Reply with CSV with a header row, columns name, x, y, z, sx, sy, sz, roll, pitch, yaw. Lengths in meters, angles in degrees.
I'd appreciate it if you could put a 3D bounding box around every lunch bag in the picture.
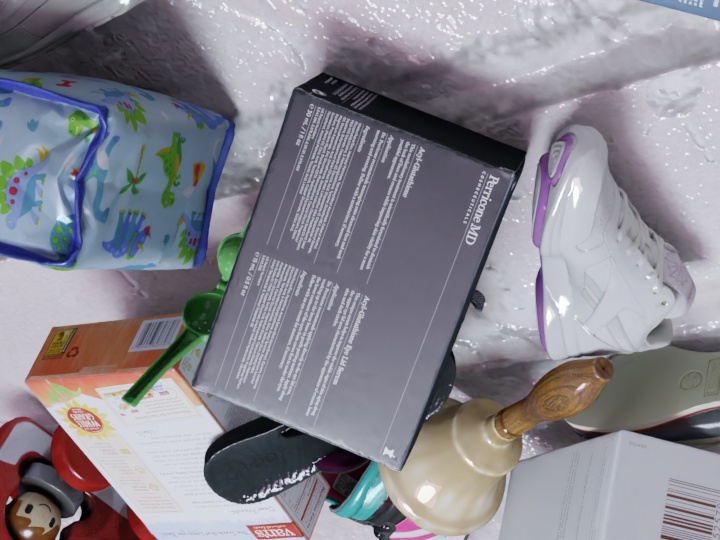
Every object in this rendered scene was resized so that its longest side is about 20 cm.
name,x,y,z,sx,sy,sz,roll,pitch,yaw
lunch bag,-0.210,-0.069,1.190,0.200,0.128,0.170,18,-173,22

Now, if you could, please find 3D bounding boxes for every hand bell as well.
name,x,y,z,sx,sy,sz,roll,pitch,yaw
hand bell,0.103,0.100,1.257,0.104,0.104,0.200,35,145,-12

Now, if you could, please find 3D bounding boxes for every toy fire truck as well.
name,x,y,z,sx,sy,sz,roll,pitch,yaw
toy fire truck,-0.236,0.222,1.567,0.200,0.168,0.112,40,141,-19

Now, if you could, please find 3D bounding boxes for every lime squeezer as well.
name,x,y,z,sx,sy,sz,roll,pitch,yaw
lime squeezer,-0.094,0.004,1.246,0.038,0.200,0.071,28,174,31

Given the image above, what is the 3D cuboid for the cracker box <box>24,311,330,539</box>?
name,x,y,z,sx,sy,sz,roll,pitch,yaw
cracker box,-0.127,0.118,1.357,0.134,0.058,0.200,-6,133,31

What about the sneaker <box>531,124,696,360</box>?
name,x,y,z,sx,sy,sz,roll,pitch,yaw
sneaker,0.153,-0.018,1.149,0.100,0.075,0.200,3,145,11

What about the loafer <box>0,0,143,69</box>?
name,x,y,z,sx,sy,sz,roll,pitch,yaw
loafer,-0.192,-0.173,1.160,0.200,0.070,0.070,-18,106,45

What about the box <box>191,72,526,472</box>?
name,x,y,z,sx,sy,sz,roll,pitch,yaw
box,0.000,0.000,1.158,0.141,0.079,0.200,23,107,7

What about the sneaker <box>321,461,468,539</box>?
name,x,y,z,sx,sy,sz,roll,pitch,yaw
sneaker,0.023,0.182,1.437,0.121,0.084,0.200,18,135,2

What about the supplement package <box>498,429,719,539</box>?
name,x,y,z,sx,sy,sz,roll,pitch,yaw
supplement package,0.176,0.185,1.263,0.117,0.117,0.200,14,165,-13

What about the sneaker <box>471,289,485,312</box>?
name,x,y,z,sx,sy,sz,roll,pitch,yaw
sneaker,0.000,0.040,1.288,0.140,0.078,0.200,42,141,-20

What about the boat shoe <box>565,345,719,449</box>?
name,x,y,z,sx,sy,sz,roll,pitch,yaw
boat shoe,0.224,0.085,1.224,0.200,0.071,0.063,-15,131,36

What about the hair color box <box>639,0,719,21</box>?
name,x,y,z,sx,sy,sz,roll,pitch,yaw
hair color box,0.186,-0.170,0.909,0.200,0.100,0.061,17,141,11

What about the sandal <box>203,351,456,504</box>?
name,x,y,z,sx,sy,sz,roll,pitch,yaw
sandal,-0.016,0.110,1.262,0.200,0.048,0.075,-33,124,22
